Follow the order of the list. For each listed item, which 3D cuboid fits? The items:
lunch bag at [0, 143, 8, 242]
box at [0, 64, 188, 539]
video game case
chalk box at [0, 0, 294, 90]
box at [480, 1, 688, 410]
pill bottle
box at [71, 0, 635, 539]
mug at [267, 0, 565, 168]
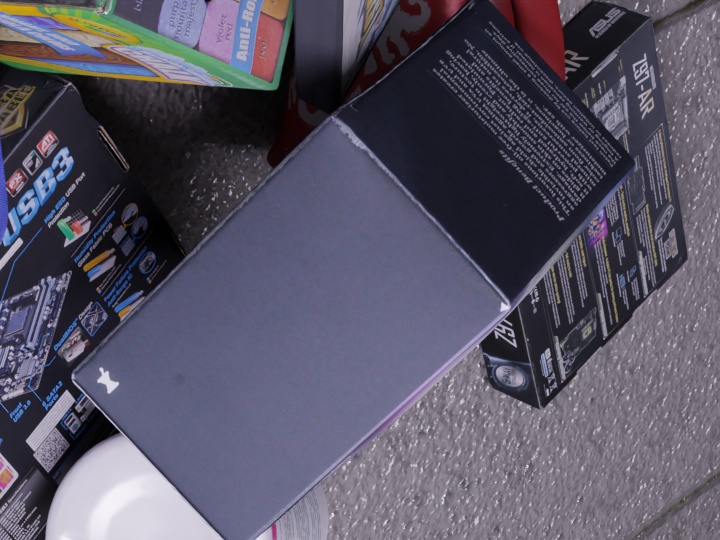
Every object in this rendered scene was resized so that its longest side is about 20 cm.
[{"bbox_3d":[-0.242,-0.016,1.138,0.169,0.127,0.201,6,99,-34],"label":"lunch bag"},{"bbox_3d":[-0.174,0.032,1.339,0.200,0.050,0.199,-53,142,-16],"label":"box"},{"bbox_3d":[0.023,-0.180,1.204,0.181,0.025,0.200,-61,172,-16],"label":"video game case"},{"bbox_3d":[-0.099,-0.153,1.186,0.124,0.199,0.126,21,80,-54],"label":"chalk box"},{"bbox_3d":[0.128,-0.039,1.690,0.160,0.043,0.201,-44,139,-28],"label":"box"},{"bbox_3d":[-0.081,0.133,1.411,0.200,0.113,0.114,6,106,-79],"label":"pill bottle"},{"bbox_3d":[0.000,0.000,1.299,0.200,0.123,0.198,-43,179,31],"label":"box"},{"bbox_3d":[0.051,-0.137,1.436,0.133,0.177,0.201,-11,114,-61],"label":"mug"}]
